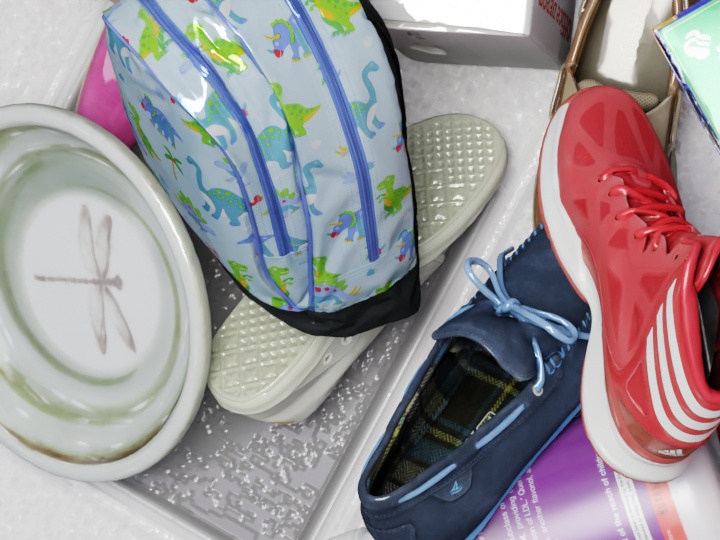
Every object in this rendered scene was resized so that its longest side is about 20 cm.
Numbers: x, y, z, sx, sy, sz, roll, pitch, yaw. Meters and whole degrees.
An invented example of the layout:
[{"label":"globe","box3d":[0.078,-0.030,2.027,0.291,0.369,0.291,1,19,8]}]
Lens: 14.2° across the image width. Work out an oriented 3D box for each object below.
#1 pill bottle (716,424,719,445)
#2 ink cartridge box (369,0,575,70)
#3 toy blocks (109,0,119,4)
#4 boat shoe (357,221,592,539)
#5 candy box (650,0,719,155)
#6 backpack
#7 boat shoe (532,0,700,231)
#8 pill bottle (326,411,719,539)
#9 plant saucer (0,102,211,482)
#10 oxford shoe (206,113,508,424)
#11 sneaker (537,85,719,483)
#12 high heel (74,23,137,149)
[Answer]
[{"label":"pill bottle","box3d":[0.222,0.071,1.333,0.112,0.200,0.113,0,95,3]},{"label":"ink cartridge box","box3d":[0.065,-0.207,1.419,0.086,0.146,0.200,5,89,11]},{"label":"toy blocks","box3d":[-0.094,-0.209,1.454,0.137,0.100,0.200,34,79,35]},{"label":"boat shoe","box3d":[0.069,0.048,1.361,0.084,0.069,0.200,16,68,31]},{"label":"candy box","box3d":[0.251,-0.119,1.359,0.200,0.169,0.077,-32,77,10]},{"label":"backpack","box3d":[-0.044,-0.079,1.360,0.154,0.200,0.163,-18,56,-25]},{"label":"boat shoe","box3d":[0.124,-0.075,1.436,0.076,0.072,0.200,9,89,14]},{"label":"pill bottle","box3d":[0.087,0.136,1.413,0.200,0.112,0.113,-20,83,11]},{"label":"plant saucer","box3d":[-0.144,0.008,1.484,0.200,0.050,0.200,13,113,34]},{"label":"oxford shoe","box3d":[0.000,0.000,1.473,0.075,0.058,0.200,37,81,33]},{"label":"sneaker","box3d":[0.145,-0.014,1.312,0.078,0.116,0.200,3,62,-27]},{"label":"high heel","box3d":[-0.067,-0.124,1.488,0.096,0.067,0.200,30,81,23]}]
